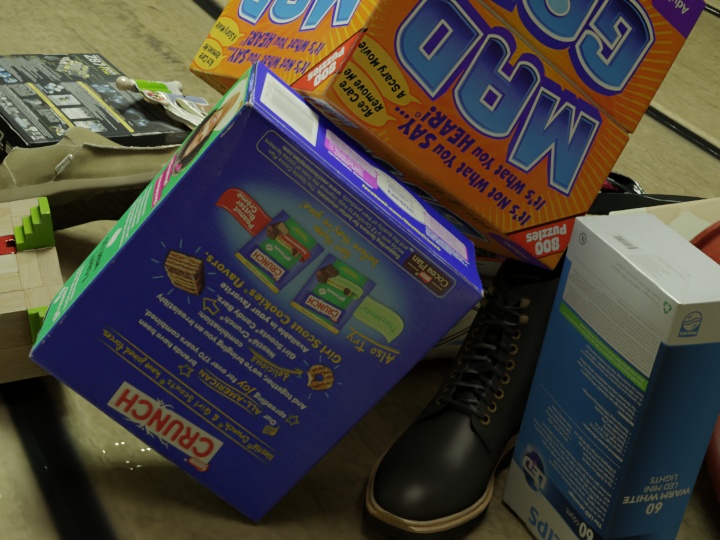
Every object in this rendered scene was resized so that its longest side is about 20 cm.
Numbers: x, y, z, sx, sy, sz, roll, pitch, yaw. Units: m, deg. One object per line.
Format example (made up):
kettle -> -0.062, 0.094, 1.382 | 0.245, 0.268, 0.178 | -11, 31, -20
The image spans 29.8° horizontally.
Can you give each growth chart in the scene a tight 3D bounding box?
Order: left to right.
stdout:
growth chart -> -0.114, -0.131, 1.245 | 0.199, 0.018, 0.145 | 26, 13, 7

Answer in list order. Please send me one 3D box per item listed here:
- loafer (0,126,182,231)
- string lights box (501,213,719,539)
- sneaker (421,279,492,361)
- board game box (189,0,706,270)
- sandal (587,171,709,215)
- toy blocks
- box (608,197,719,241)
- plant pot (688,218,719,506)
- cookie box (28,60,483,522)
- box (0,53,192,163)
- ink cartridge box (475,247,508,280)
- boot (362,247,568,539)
loafer -> -0.196, -0.075, 1.025 | 0.199, 0.068, 0.076 | -6, -19, 13
string lights box -> 0.149, 0.079, 0.787 | 0.059, 0.201, 0.103 | -4, 31, -26
sneaker -> 0.068, 0.029, 1.000 | 0.199, 0.073, 0.072 | -7, 30, -37
board game box -> 0.052, -0.150, 0.872 | 0.199, 0.201, 0.200 | 34, -7, -31
sandal -> 0.204, -0.072, 1.151 | 0.199, 0.045, 0.075 | 5, 11, 30
toy blocks -> -0.265, 0.017, 0.889 | 0.136, 0.100, 0.200 | -10, 31, -14
box -> 0.291, -0.009, 1.034 | 0.095, 0.078, 0.199 | 15, -14, -41
plant pot -> 0.294, 0.086, 0.861 | 0.199, 0.202, 0.196 | 10, 34, -2
cookie box -> -0.060, 0.016, 0.769 | 0.171, 0.200, 0.075 | 39, 19, -16
box -> -0.269, -0.143, 1.232 | 0.161, 0.049, 0.200 | -11, 34, -35
ink cartridge box -> 0.101, -0.021, 1.027 | 0.108, 0.051, 0.200 | 7, -4, 22
boot -> 0.069, 0.069, 0.846 | 0.077, 0.139, 0.200 | 20, 28, 18
